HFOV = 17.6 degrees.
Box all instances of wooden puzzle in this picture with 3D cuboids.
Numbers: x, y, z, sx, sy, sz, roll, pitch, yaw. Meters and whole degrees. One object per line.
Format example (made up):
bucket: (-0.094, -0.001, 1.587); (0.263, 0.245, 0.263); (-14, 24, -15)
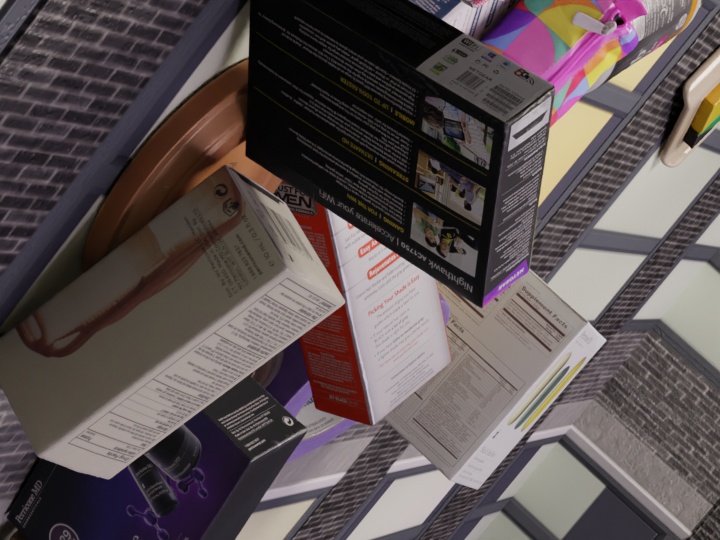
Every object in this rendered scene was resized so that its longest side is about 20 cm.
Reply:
wooden puzzle: (0.418, -0.211, 2.628); (0.185, 0.037, 0.200); (-45, 165, -14)

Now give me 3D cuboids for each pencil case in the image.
pencil case: (0.105, -0.126, 1.610); (0.200, 0.088, 0.088); (-46, 165, -11)

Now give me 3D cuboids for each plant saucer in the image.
plant saucer: (-0.101, -0.055, 1.530); (0.200, 0.032, 0.201); (-45, 165, -16)

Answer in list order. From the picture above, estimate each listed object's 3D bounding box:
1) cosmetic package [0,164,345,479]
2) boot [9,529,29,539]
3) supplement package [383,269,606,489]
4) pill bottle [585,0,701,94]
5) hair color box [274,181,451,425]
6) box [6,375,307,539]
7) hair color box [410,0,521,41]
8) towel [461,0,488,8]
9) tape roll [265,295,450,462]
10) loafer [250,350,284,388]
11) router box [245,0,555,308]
cosmetic package: (-0.123, 0.035, 1.473); (0.199, 0.088, 0.103); (-37, 157, 9)
boot: (-0.300, 0.278, 1.718); (0.145, 0.071, 0.201); (-60, 167, 29)
supplement package: (0.113, 0.087, 2.276); (0.200, 0.151, 0.152); (-49, 165, 2)
pill bottle: (0.167, -0.199, 1.770); (0.200, 0.116, 0.117); (-33, 159, -45)
hair color box: (0.000, 0.000, 1.705); (0.101, 0.061, 0.201); (-35, 126, -39)
box: (-0.150, 0.147, 1.686); (0.079, 0.141, 0.201); (-23, 151, -54)
hair color box: (0.048, -0.180, 1.582); (0.200, 0.060, 0.100); (-42, 167, -22)
towel: (0.103, -0.188, 1.464); (0.199, 0.146, 0.030); (-4, 105, -35)
tape roll: (-0.029, 0.061, 1.878); (0.199, 0.085, 0.200); (-36, 163, -13)
loafer: (-0.116, 0.087, 1.762); (0.071, 0.073, 0.201); (-37, 162, -39)
router box: (0.018, -0.089, 1.398); (0.051, 0.199, 0.150); (-37, 148, -35)
